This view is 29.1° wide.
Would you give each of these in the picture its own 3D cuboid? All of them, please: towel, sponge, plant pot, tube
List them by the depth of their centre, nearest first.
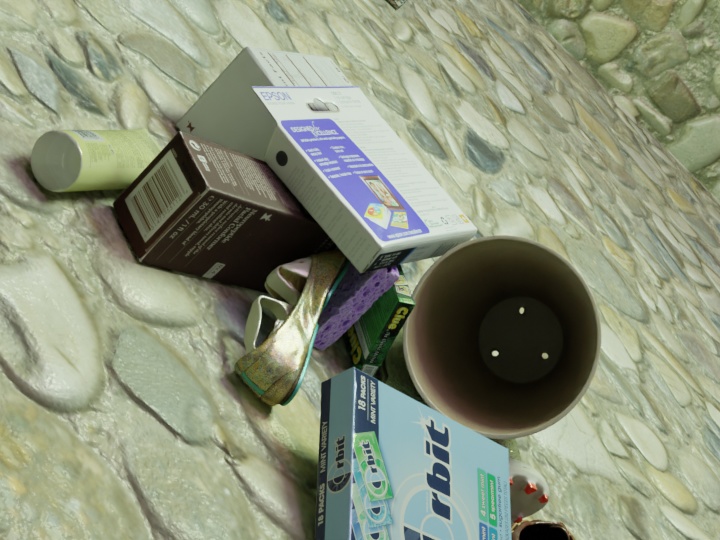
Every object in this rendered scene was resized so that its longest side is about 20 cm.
[{"bbox_3d":[-0.215,-0.096,1.225,0.200,0.051,0.059,-17,105,-69],"label":"tube"},{"bbox_3d":[-0.029,-0.029,1.361,0.030,0.112,0.201,27,29,-35],"label":"sponge"},{"bbox_3d":[0.152,0.068,1.381,0.188,0.187,0.200,52,8,11],"label":"plant pot"},{"bbox_3d":[0.089,0.125,1.422,0.199,0.036,0.149,36,26,-27],"label":"towel"}]

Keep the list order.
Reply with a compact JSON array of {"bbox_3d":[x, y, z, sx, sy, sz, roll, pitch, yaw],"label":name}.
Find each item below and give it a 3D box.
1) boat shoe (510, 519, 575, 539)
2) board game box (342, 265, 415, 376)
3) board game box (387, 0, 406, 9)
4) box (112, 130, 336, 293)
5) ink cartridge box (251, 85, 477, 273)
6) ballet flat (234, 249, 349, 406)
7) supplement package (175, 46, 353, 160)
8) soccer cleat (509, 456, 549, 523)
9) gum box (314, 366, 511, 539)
[{"bbox_3d":[0.168,0.266,1.290,0.071,0.070,0.199,54,22,19],"label":"boat shoe"},{"bbox_3d":[0.000,0.000,1.377,0.023,0.105,0.201,11,39,-27],"label":"board game box"},{"bbox_3d":[0.024,-0.570,2.374,0.200,0.097,0.160,39,23,-19],"label":"board game box"},{"bbox_3d":[-0.113,-0.045,1.251,0.199,0.100,0.075,14,39,-53],"label":"box"},{"bbox_3d":[-0.001,-0.092,1.315,0.200,0.043,0.198,52,28,15],"label":"ink cartridge box"},{"bbox_3d":[-0.062,0.034,1.223,0.071,0.071,0.201,40,39,-16],"label":"ballet flat"},{"bbox_3d":[-0.078,-0.151,1.465,0.118,0.117,0.200,52,23,12],"label":"supplement package"},{"bbox_3d":[0.106,0.185,1.318,0.199,0.069,0.078,25,28,-38],"label":"soccer cleat"},{"bbox_3d":[0.048,0.196,1.151,0.199,0.044,0.171,30,47,-35],"label":"gum box"}]
